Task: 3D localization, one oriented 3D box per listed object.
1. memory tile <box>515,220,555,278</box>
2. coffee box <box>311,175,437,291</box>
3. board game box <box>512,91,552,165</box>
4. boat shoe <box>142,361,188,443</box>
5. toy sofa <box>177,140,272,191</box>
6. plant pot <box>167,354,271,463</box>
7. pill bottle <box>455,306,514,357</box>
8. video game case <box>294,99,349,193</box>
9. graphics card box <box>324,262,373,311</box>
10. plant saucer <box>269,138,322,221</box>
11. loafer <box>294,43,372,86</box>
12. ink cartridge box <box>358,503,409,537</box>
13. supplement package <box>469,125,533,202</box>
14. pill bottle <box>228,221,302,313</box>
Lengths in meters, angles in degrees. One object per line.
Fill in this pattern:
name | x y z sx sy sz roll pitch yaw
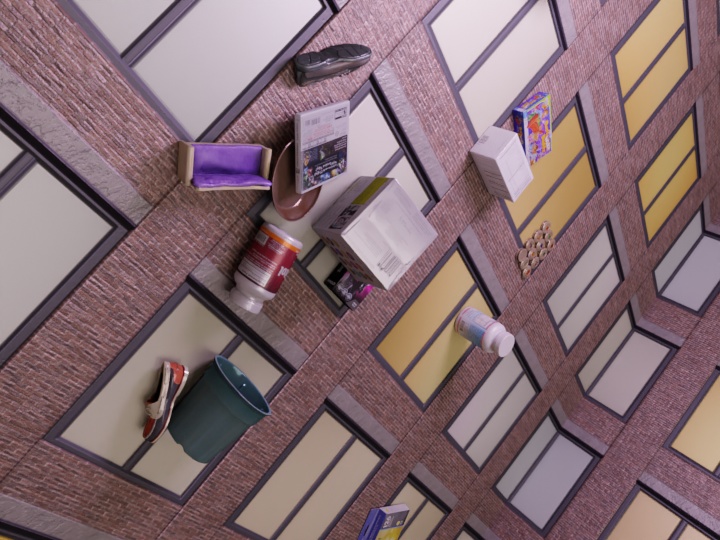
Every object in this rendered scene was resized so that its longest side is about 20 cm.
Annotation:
memory tile | 0.659 -0.079 2.310 0.200 0.017 0.154 -45 134 -14
coffee box | 0.033 -0.100 1.576 0.200 0.197 0.200 -47 115 -12
board game box | 0.561 -0.455 2.000 0.134 0.045 0.202 -36 131 -22
boat shoe | -0.476 0.311 1.461 0.062 0.071 0.203 22 95 -39
toy sofa | -0.286 -0.227 1.326 0.197 0.097 0.084 -7 117 -38
plant pot | -0.356 0.350 1.517 0.196 0.200 0.201 -44 135 -2
pill bottle | 0.430 0.214 2.128 0.107 0.199 0.111 -20 125 -32
video game case | -0.090 -0.299 1.474 0.199 0.023 0.185 -35 134 -50
graphics card box | 0.000 0.000 1.737 0.201 0.051 0.126 -50 135 -9
plant saucer | -0.156 -0.219 1.459 0.200 0.036 0.204 -37 135 -47
loafer | -0.065 -0.475 1.425 0.197 0.072 0.064 -20 144 -25
ink cartridge box | 0.082 0.993 2.345 0.198 0.047 0.201 12 105 -47
supplement package | 0.440 -0.328 1.913 0.114 0.109 0.201 -48 135 -10
pill bottle | -0.232 -0.005 1.481 0.112 0.112 0.202 29 92 -46
